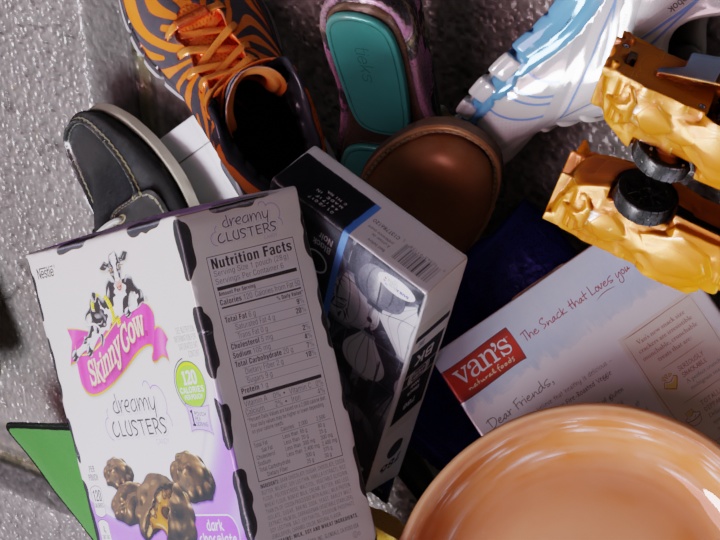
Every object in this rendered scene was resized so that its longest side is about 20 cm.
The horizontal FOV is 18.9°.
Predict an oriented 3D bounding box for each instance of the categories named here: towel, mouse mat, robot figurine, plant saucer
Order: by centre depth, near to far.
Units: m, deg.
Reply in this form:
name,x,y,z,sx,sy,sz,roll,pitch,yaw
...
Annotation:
name,x,y,z,sx,sy,sz,roll,pitch,yaw
robot figurine,0.193,-0.029,0.999,0.199,0.058,0.146,24,133,5
plant saucer,0.111,0.164,1.023,0.198,0.037,0.202,0,84,4
towel,0.103,0.082,1.144,0.200,0.049,0.148,46,116,9
mouse mat,-0.149,0.175,1.404,0.201,0.008,0.161,53,158,-14

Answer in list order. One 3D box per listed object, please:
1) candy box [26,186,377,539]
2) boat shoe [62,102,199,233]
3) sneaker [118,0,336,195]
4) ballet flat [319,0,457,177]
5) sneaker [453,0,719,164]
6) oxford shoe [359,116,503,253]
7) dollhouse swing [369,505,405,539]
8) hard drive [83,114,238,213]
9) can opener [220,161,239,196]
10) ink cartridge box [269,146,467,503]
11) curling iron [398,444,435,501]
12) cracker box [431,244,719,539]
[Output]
name,x,y,z,sx,sy,sz,roll,pitch,yaw
candy box,-0.078,0.072,1.054,0.167,0.071,0.202,-11,93,57
boat shoe,-0.128,-0.014,1.258,0.201,0.067,0.072,60,142,21
sneaker,-0.067,-0.112,1.162,0.201,0.077,0.112,55,174,7
ballet flat,0.021,-0.083,1.132,0.069,0.071,0.201,13,139,21
sneaker,0.119,-0.096,1.053,0.087,0.075,0.200,46,134,4
oxford shoe,0.014,-0.001,1.116,0.071,0.072,0.200,27,136,-8
dollhouse swing,0.038,0.172,1.188,0.199,0.175,0.183,27,125,28
hard drive,-0.078,0.014,1.310,0.132,0.027,0.201,-30,91,45
can opener,0.000,0.000,1.230,0.067,0.053,0.201,-33,88,13
ink cartridge box,-0.013,0.041,1.084,0.099,0.039,0.201,35,141,19
curling iron,-0.009,0.070,1.243,0.200,0.025,0.050,47,132,12
cracker box,0.144,0.089,1.077,0.133,0.058,0.201,-33,83,4
